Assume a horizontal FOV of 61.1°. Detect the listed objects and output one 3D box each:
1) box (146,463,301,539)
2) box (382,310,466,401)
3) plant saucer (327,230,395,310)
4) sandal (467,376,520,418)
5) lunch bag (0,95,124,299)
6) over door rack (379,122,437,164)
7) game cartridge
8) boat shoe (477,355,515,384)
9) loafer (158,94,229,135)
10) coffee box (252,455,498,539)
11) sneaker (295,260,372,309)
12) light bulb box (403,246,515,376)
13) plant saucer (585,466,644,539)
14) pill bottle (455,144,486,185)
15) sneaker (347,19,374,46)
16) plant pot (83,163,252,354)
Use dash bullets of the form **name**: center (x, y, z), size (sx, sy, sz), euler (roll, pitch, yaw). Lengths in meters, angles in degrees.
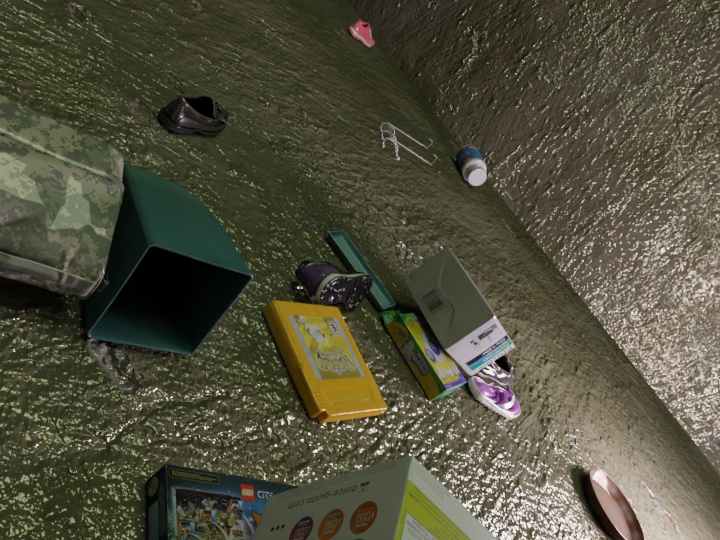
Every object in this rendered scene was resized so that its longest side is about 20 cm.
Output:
- **box**: center (-0.122, 0.286, 0.631), size (0.199, 0.038, 0.138), euler (28, 32, -40)
- **box**: center (0.127, 0.158, 1.239), size (0.201, 0.048, 0.117), euler (56, 24, 19)
- **plant saucer**: center (0.000, 0.000, 1.289), size (0.201, 0.019, 0.070), euler (54, 24, 12)
- **sandal**: center (0.316, 0.282, 1.375), size (0.202, 0.050, 0.083), euler (25, 33, -43)
- **lunch bag**: center (-0.355, -0.067, 0.628), size (0.199, 0.139, 0.169), euler (25, 32, -40)
- **over door rack**: center (0.159, -0.431, 2.115), size (0.198, 0.067, 0.149), euler (18, 33, -15)
- **game cartridge**: center (-0.053, 0.142, 0.972), size (0.175, 0.032, 0.201), euler (11, 43, -54)
- **boat shoe**: center (0.335, 0.230, 1.475), size (0.199, 0.057, 0.067), euler (20, 36, -48)
- **loafer**: center (-0.300, -0.301, 1.162), size (0.072, 0.063, 0.200), euler (49, 24, 0)
- **coffee box**: center (0.013, 0.325, 0.542), size (0.200, 0.198, 0.199), euler (47, 36, -20)
- **sneaker**: center (-0.047, 0.014, 1.124), size (0.087, 0.076, 0.200), euler (36, 7, 24)
- **light bulb box**: center (0.215, 0.092, 1.318), size (0.200, 0.124, 0.199), euler (46, 13, -54)
- **plant saucer**: center (0.602, 0.571, 1.461), size (0.200, 0.034, 0.201), euler (39, 26, -23)
- **pill bottle**: center (0.495, -0.464, 2.706), size (0.112, 0.112, 0.201), euler (34, 27, -29)
- **sneaker**: center (0.025, -1.134, 2.918), size (0.199, 0.087, 0.074), euler (2, 52, -59)
- **plant pot**: center (-0.254, -0.027, 0.754), size (0.141, 0.141, 0.201), euler (21, 28, -46)
